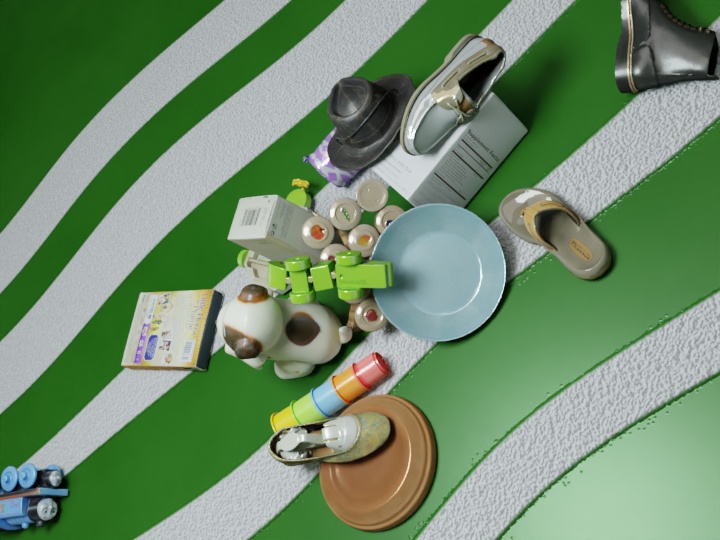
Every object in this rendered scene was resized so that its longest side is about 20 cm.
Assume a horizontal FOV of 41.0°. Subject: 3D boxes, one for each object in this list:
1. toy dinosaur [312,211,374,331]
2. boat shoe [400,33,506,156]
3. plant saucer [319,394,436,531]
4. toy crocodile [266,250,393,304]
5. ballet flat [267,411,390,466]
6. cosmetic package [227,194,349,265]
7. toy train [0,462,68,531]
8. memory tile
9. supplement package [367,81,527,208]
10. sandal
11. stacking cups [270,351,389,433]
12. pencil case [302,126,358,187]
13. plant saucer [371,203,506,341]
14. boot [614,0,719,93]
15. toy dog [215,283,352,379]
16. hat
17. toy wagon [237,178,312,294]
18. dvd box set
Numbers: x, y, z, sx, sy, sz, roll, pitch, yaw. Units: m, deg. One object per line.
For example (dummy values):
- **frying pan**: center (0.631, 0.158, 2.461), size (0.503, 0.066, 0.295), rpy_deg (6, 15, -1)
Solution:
- **toy dinosaur**: center (0.000, 0.000, 1.478), size (0.060, 0.106, 0.201), rpy_deg (-151, 50, -71)
- **boat shoe**: center (0.131, -0.247, 1.372), size (0.068, 0.075, 0.200), rpy_deg (32, 89, 46)
- **plant saucer**: center (0.017, 0.276, 1.403), size (0.200, 0.037, 0.201), rpy_deg (-15, 61, 30)
- **toy crocodile**: center (-0.047, 0.006, 1.416), size (0.199, 0.062, 0.068), rpy_deg (-4, 105, 17)
- **ballet flat**: center (-0.052, 0.245, 1.401), size (0.199, 0.071, 0.071), rpy_deg (-17, 60, 30)
- **cosmetic package**: center (-0.096, -0.046, 1.517), size (0.103, 0.200, 0.073), rpy_deg (0, 68, 49)
- **toy train**: center (-0.632, 0.423, 1.794), size (0.199, 0.087, 0.115), rpy_deg (-14, 71, 29)
- **memory tile**: center (0.018, -0.023, 1.453), size (0.153, 0.017, 0.200), rpy_deg (-33, 91, -3)
- **supplement package**: center (0.131, -0.190, 1.474), size (0.200, 0.120, 0.121), rpy_deg (-51, 48, 6)
- **sandal**: center (0.269, -0.060, 1.355), size (0.080, 0.054, 0.200), rpy_deg (-50, 49, 7)
- **stacking cups**: center (-0.042, 0.197, 1.474), size (0.200, 0.060, 0.061), rpy_deg (-33, 53, 16)
- **pencil case**: center (0.000, -0.230, 1.622), size (0.200, 0.084, 0.086), rpy_deg (-45, 14, 11)
- **plant saucer**: center (0.114, 0.003, 1.419), size (0.200, 0.039, 0.202), rpy_deg (-1, 87, 11)
- **boot**: center (0.441, -0.350, 1.356), size (0.138, 0.077, 0.201), rpy_deg (2, 84, 33)
- **toy dog**: center (-0.132, 0.096, 1.479), size (0.193, 0.200, 0.140), rpy_deg (11, 85, 40)
- **hat**: center (-0.006, -0.252, 1.497), size (0.200, 0.081, 0.201), rpy_deg (-33, 37, 29)
- **toy wagon**: center (-0.126, -0.060, 1.662), size (0.155, 0.040, 0.201), rpy_deg (13, 77, 39)
- **dvd box set**: center (-0.343, 0.108, 1.751), size (0.199, 0.029, 0.147), rpy_deg (-4, 67, 36)
